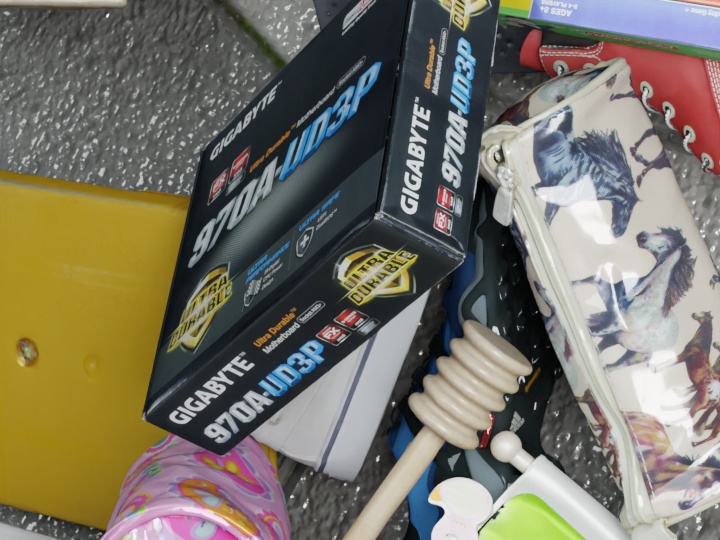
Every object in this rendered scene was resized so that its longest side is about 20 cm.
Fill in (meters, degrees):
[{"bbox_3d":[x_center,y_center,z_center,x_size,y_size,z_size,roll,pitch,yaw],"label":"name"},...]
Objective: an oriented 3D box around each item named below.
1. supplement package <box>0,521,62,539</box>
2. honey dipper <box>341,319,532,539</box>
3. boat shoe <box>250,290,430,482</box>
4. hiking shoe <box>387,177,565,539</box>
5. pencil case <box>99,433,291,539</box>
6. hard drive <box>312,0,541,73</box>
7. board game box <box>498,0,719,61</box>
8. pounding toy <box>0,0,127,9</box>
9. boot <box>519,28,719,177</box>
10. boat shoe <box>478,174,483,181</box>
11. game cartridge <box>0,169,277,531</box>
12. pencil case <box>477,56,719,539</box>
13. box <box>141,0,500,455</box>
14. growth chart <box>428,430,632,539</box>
[{"bbox_3d":[-0.209,0.214,1.283,0.146,0.200,0.192,4,77,36],"label":"supplement package"},{"bbox_3d":[0.003,0.111,1.180,0.200,0.038,0.038,-54,52,8],"label":"honey dipper"},{"bbox_3d":[0.000,0.000,1.242,0.065,0.072,0.201,19,114,-1],"label":"boat shoe"},{"bbox_3d":[0.046,0.053,1.232,0.086,0.074,0.201,-10,69,32],"label":"hiking shoe"},{"bbox_3d":[-0.074,0.124,1.189,0.087,0.200,0.088,0,97,-1],"label":"pencil case"},{"bbox_3d":[0.066,-0.160,1.258,0.199,0.135,0.042,0,32,26],"label":"hard drive"},{"bbox_3d":[0.135,-0.162,1.143,0.199,0.029,0.135,12,85,29],"label":"board game box"},{"bbox_3d":[-0.169,-0.233,1.428,0.200,0.141,0.185,-161,72,-74],"label":"pounding toy"},{"bbox_3d":[0.145,-0.063,1.178,0.144,0.072,0.201,-11,83,23],"label":"boot"},{"bbox_3d":[-0.019,-0.016,1.309,0.200,0.072,0.076,-38,79,33],"label":"boat shoe"},{"bbox_3d":[-0.124,0.045,1.343,0.199,0.032,0.177,9,108,36],"label":"game cartridge"},{"bbox_3d":[0.111,0.015,1.141,0.078,0.089,0.201,-15,100,58],"label":"pencil case"},{"bbox_3d":[-0.017,-0.031,1.158,0.200,0.046,0.160,-40,31,46],"label":"box"},{"bbox_3d":[0.060,0.183,1.148,0.144,0.018,0.201,32,78,-2],"label":"growth chart"}]
